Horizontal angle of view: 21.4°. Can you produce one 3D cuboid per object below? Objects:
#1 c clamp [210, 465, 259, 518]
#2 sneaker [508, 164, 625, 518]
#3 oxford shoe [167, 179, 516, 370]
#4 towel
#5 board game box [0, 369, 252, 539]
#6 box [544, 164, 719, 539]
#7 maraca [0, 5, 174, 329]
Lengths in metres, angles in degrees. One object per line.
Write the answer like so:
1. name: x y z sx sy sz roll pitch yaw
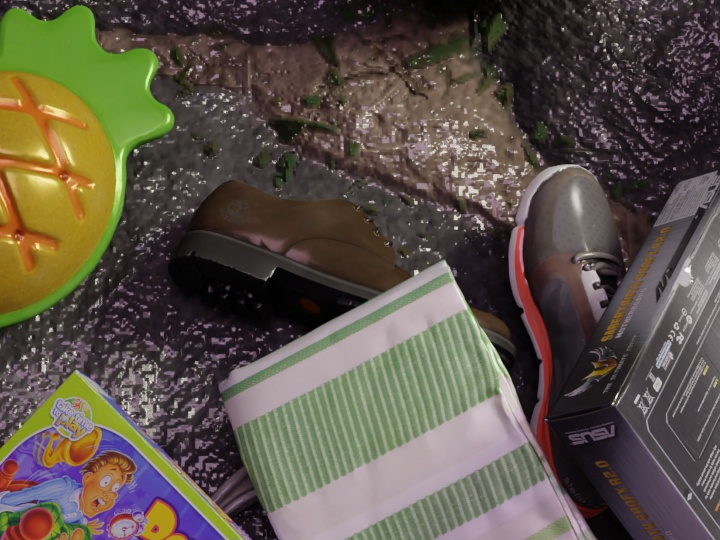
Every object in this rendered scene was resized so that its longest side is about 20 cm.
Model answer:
1. c clamp: -0.034 0.193 1.016 0.170 0.027 0.201 -18 73 -12
2. sneaker: 0.137 0.033 1.056 0.077 0.082 0.202 4 73 -31
3. oxford shoe: 0.000 0.000 1.070 0.199 0.073 0.085 24 60 -1
4. towel: 0.027 0.116 1.002 0.152 0.023 0.201 -27 83 4
5. board game box: -0.121 0.170 0.984 0.200 0.045 0.135 43 86 12
6. box: 0.193 0.064 1.012 0.159 0.048 0.200 52 49 -21
7. maraca: -0.189 -0.058 1.048 0.137 0.107 0.201 35 70 -1
